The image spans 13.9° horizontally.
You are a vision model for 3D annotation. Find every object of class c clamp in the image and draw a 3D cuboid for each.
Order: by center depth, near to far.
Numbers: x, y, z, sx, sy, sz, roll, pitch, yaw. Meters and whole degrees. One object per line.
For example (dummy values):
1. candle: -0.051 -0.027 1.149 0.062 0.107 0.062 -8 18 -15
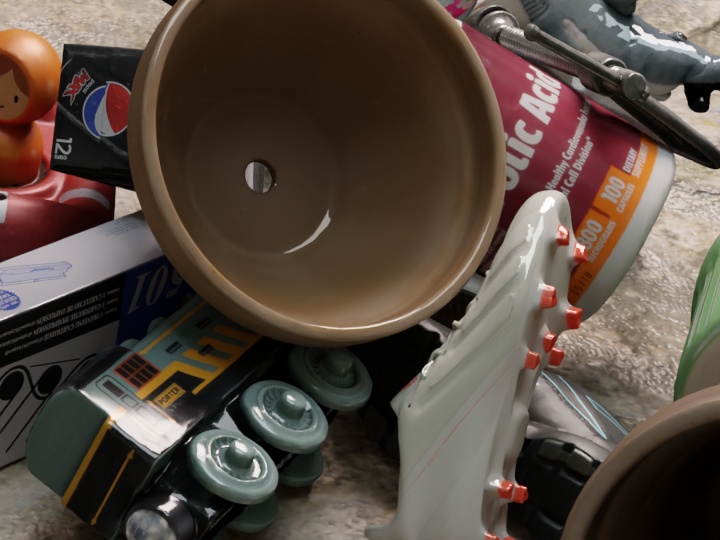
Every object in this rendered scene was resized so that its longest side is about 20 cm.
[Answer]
1. c clamp: 0.122 -0.110 1.635 0.170 0.027 0.200 31 0 -24

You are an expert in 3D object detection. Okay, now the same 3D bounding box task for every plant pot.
1. plant pot: 0.199 0.138 1.389 0.199 0.201 0.175 17 11 8
2. plant pot: -0.034 -0.057 1.486 0.200 0.202 0.093 -6 -7 -28

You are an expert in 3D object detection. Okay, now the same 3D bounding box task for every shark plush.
1. shark plush: 0.149 -0.142 1.746 0.199 0.084 0.091 29 31 25

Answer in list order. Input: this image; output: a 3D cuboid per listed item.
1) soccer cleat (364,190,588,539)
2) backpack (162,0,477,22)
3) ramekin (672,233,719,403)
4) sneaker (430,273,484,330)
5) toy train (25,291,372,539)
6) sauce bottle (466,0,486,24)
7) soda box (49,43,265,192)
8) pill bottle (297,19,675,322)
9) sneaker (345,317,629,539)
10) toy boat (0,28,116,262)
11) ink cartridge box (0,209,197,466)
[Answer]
1. soccer cleat: 0.056 0.052 1.463 0.077 0.201 0.069 12 -9 22
2. backpack: -0.013 -0.199 1.837 0.177 0.200 0.151 -12 58 -37
3. ramekin: 0.255 0.060 1.506 0.199 0.201 0.098 19 37 11
4. sneaker: 0.000 0.000 1.625 0.199 0.073 0.085 14 34 5
5. toy train: -0.076 0.071 1.448 0.114 0.085 0.200 37 34 7
6. sauce bottle: 0.137 -0.175 1.981 0.065 0.065 0.200 27 34 24
7. soda box: -0.105 -0.076 1.601 0.063 0.071 0.200 5 -1 14
8. pill bottle: 0.060 -0.066 1.599 0.199 0.114 0.114 30 29 -7
9. sneaker: 0.074 0.081 1.537 0.200 0.076 0.079 37 27 23
10. toy boat: -0.194 -0.070 1.616 0.130 0.131 0.200 8 30 -7
11. ink cartridge box: -0.146 0.033 1.497 0.044 0.094 0.200 31 35 29
